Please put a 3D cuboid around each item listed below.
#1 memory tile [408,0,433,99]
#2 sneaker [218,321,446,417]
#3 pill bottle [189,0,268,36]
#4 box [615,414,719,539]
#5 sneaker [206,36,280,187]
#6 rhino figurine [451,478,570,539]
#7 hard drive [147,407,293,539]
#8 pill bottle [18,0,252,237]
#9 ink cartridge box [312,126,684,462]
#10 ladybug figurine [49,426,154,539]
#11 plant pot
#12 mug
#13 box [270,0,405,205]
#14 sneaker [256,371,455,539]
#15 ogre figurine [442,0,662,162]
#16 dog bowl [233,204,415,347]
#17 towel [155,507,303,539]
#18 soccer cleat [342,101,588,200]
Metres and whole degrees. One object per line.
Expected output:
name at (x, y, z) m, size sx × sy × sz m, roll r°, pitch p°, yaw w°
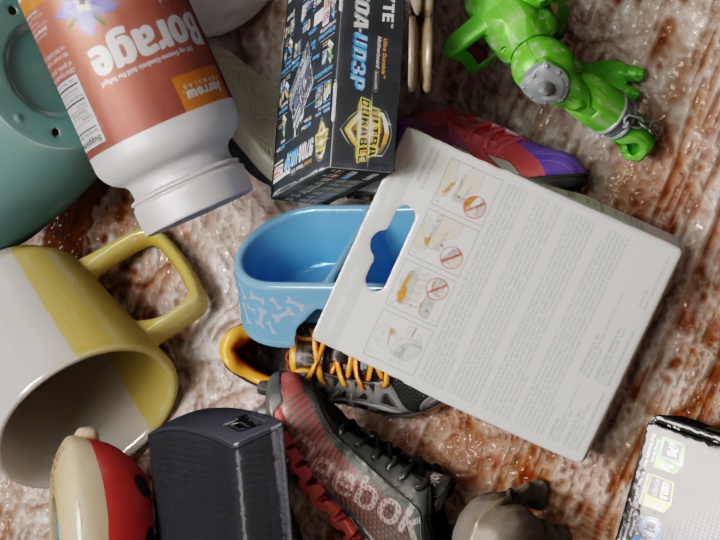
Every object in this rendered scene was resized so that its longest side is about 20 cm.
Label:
memory tile at (0.041, -0.192, 1.521) m, size 0.017 × 0.200 × 0.154 m, roll 1°, pitch 94°, yaw 1°
sneaker at (-0.012, 0.064, 1.594) m, size 0.200 × 0.077 × 0.078 m, roll -4°, pitch 82°, yaw 32°
pill bottle at (-0.157, -0.271, 1.704) m, size 0.200 × 0.113 × 0.113 m, roll 40°, pitch 107°, yaw 30°
box at (0.247, 0.212, 1.422) m, size 0.193 × 0.047 × 0.200 m, roll 20°, pitch 97°, yaw 36°
sneaker at (-0.102, -0.104, 1.684) m, size 0.200 × 0.075 × 0.085 m, roll 45°, pitch 130°, yaw 24°
rhino figurine at (0.075, 0.235, 1.511) m, size 0.060 × 0.087 × 0.200 m, roll 26°, pitch 100°, yaw 34°
hard drive at (-0.101, 0.165, 1.577) m, size 0.200 × 0.042 × 0.135 m, roll 176°, pitch 90°, yaw -66°
pill bottle at (-0.154, -0.131, 1.592) m, size 0.112 × 0.112 × 0.200 m, roll -24°, pitch 91°, yaw 30°
ink cartridge box at (0.091, 0.014, 1.491) m, size 0.200 × 0.047 × 0.160 m, roll 25°, pitch 101°, yaw 1°
ladybug figurine at (-0.189, 0.214, 1.657) m, size 0.136 × 0.072 × 0.200 m, roll -155°, pitch 64°, yaw -76°
plant pot at (-0.266, -0.127, 1.685) m, size 0.161 × 0.200 × 0.201 m, roll -22°, pitch 72°, yaw 52°
mug at (-0.223, 0.057, 1.724) m, size 0.153 × 0.186 × 0.150 m, roll 54°, pitch 146°, yaw 35°
box at (-0.016, -0.134, 1.526) m, size 0.200 × 0.046 × 0.159 m, roll 159°, pitch 116°, yaw -76°
sneaker at (0.009, 0.144, 1.555) m, size 0.098 × 0.071 × 0.201 m, roll -34°, pitch 91°, yaw 16°
ogre figurine at (0.117, -0.161, 1.503) m, size 0.098 × 0.120 × 0.200 m, roll -22°, pitch 74°, yaw 30°
dog bowl at (0.000, 0.000, 1.565) m, size 0.200 × 0.112 × 0.050 m, roll 1°, pitch 130°, yaw 29°
towel at (-0.113, 0.255, 1.678) m, size 0.200 × 0.022 × 0.147 m, roll -31°, pitch 69°, yaw 27°
soccer cleat at (0.068, -0.083, 1.561) m, size 0.200 × 0.068 × 0.073 m, roll 3°, pitch 90°, yaw 38°
